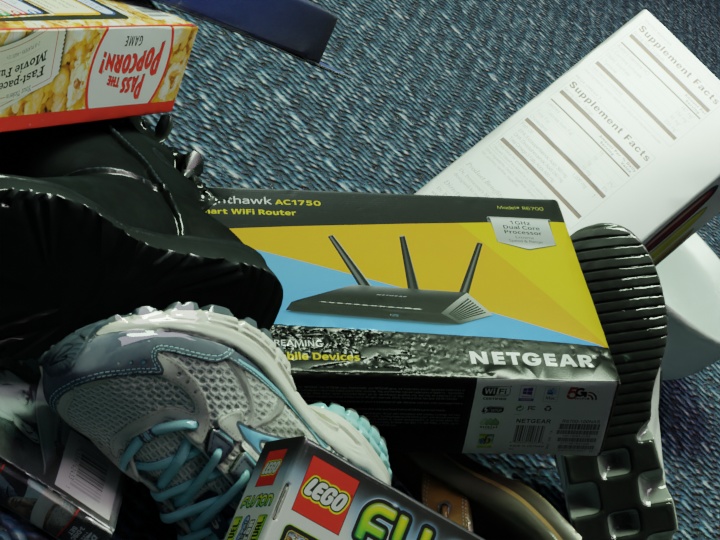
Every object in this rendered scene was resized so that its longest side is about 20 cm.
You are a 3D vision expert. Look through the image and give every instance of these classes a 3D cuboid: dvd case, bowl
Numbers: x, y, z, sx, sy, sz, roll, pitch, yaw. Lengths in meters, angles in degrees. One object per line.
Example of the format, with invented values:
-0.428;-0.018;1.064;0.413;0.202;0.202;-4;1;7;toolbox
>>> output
-0.176;0.019;0.696;0.199;0.022;0.146;34;24;-16;dvd case
0.173;0.008;1.186;0.201;0.090;0.201;35;23;-17;bowl

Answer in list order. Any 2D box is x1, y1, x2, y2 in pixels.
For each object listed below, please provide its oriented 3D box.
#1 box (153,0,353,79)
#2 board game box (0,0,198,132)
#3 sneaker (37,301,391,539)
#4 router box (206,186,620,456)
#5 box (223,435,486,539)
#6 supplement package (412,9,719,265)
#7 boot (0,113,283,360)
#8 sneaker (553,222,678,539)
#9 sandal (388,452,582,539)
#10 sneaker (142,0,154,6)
-0.097;-0.149;0.848;0.121;0.033;0.200;30;9;39;box
-0.183;-0.110;0.723;0.151;0.047;0.200;26;18;19;board game box
-0.048;0.082;0.694;0.200;0.077;0.087;34;38;-43;sneaker
0.010;0.022;0.827;0.199;0.051;0.150;2;36;-10;router box
0.030;0.160;0.671;0.199;0.035;0.111;32;66;-22;box
0.130;-0.040;1.031;0.110;0.200;0.114;47;-15;14;supplement package
-0.138;-0.034;0.730;0.198;0.074;0.163;11;26;-44;boot
0.132;0.070;0.949;0.074;0.201;0.089;-4;10;3;sneaker
0.047;0.123;0.811;0.200;0.055;0.082;40;-22;30;sandal
-0.202;-0.148;0.899;0.199;0.081;0.115;42;25;21;sneaker
